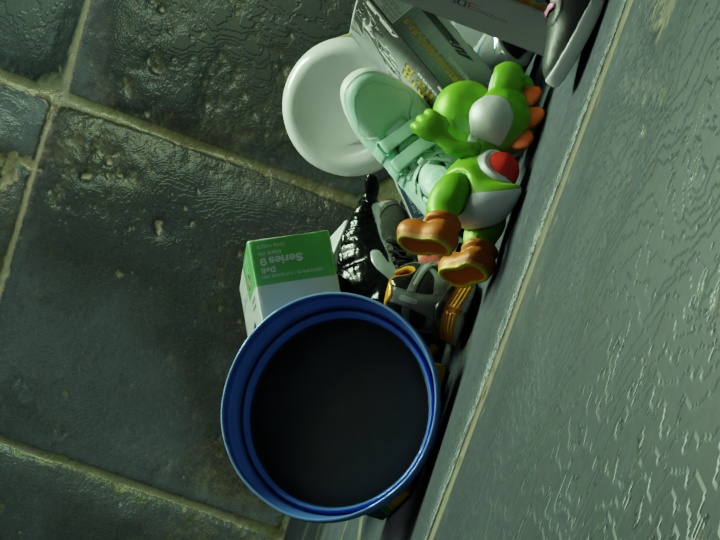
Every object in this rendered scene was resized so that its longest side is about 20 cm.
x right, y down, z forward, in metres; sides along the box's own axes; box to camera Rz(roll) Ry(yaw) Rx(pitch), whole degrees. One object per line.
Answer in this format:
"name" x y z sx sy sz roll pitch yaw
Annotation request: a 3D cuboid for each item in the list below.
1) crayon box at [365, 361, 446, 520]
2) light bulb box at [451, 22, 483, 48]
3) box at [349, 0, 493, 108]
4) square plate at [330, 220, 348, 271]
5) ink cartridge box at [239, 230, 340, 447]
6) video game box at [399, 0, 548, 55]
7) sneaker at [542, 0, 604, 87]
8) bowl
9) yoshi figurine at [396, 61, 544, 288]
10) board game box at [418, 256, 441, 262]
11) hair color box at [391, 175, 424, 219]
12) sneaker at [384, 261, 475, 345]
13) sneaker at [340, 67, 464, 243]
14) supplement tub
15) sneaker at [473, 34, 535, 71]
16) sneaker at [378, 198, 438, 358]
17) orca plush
"crayon box" 0.031 0.155 1.539 0.200 0.050 0.128 113 175 -73
"light bulb box" 0.088 -0.328 1.818 0.125 0.198 0.200 -42 9 20
"box" 0.072 -0.190 1.584 0.048 0.200 0.158 -39 -2 -9
"square plate" -0.064 0.065 1.752 0.200 0.028 0.199 132 160 -66
"ink cartridge box" -0.057 0.083 1.559 0.146 0.083 0.202 110 151 -70
"video game box" 0.103 -0.276 1.425 0.183 0.199 0.047 -74 5 -47
"sneaker" 0.152 -0.251 1.302 0.071 0.098 0.201 156 132 -85
"bowl" -0.023 0.121 1.430 0.202 0.199 0.039 -71 -22 -10
"yoshi figurine" 0.091 -0.092 1.444 0.113 0.111 0.201 97 -167 -67
"board game box" 0.013 0.051 1.788 0.200 0.019 0.103 -46 23 -6
"hair color box" 0.075 -0.080 1.748 0.200 0.060 0.101 -88 -26 -84
"sneaker" 0.063 0.021 1.532 0.200 0.077 0.079 -18 -56 -89
"sneaker" 0.061 -0.108 1.534 0.074 0.201 0.118 -40 10 0
"supplement tub" 0.006 -0.186 1.775 0.200 0.144 0.146 -43 -26 -72
"sneaker" 0.169 -0.271 1.666 0.087 0.074 0.201 139 147 -63
"sneaker" 0.047 0.018 1.691 0.082 0.077 0.201 -34 57 47
"orca plush" 0.000 0.000 1.636 0.105 0.071 0.202 -13 69 48
